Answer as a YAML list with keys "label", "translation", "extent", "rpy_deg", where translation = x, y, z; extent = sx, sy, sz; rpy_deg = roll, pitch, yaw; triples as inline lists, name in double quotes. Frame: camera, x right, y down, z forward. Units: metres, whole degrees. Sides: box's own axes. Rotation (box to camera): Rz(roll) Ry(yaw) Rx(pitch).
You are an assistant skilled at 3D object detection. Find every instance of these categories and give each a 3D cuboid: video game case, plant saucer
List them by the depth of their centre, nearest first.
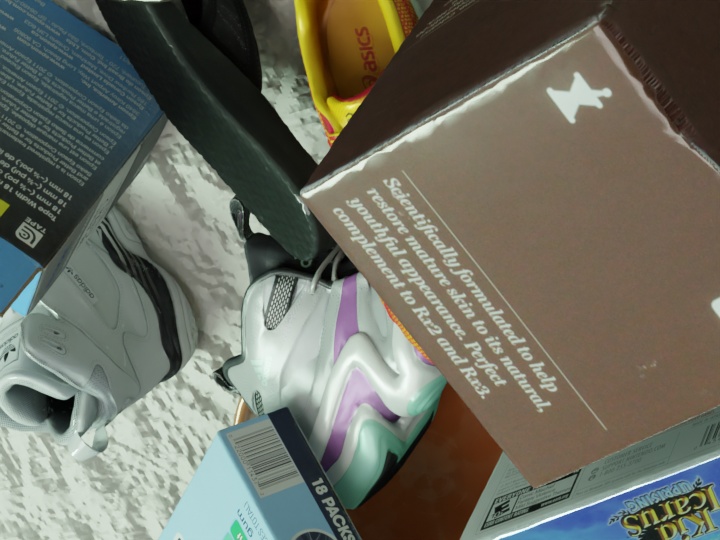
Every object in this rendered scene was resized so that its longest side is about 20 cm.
- label: "video game case"
  translation: [0.154, 0.054, 1.148]
  extent: [0.199, 0.182, 0.046]
  rpy_deg: [-25, 112, 36]
- label: "plant saucer"
  translation: [0.031, 0.102, 1.311]
  extent: [0.199, 0.032, 0.202]
  rpy_deg: [7, 110, 19]

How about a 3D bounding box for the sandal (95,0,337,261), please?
- label: "sandal"
  translation: [-0.065, -0.092, 1.217]
  extent: [0.201, 0.048, 0.075]
  rpy_deg: [52, 158, 14]

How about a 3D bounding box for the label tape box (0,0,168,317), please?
- label: "label tape box"
  translation: [-0.190, -0.054, 1.216]
  extent: [0.144, 0.200, 0.063]
  rpy_deg: [34, 130, -1]

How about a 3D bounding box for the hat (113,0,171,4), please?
- label: "hat"
  translation: [-0.101, -0.223, 1.138]
  extent: [0.199, 0.081, 0.202]
  rpy_deg: [7, 121, 12]

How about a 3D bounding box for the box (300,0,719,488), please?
- label: "box"
  translation: [0.112, -0.054, 1.079]
  extent: [0.164, 0.200, 0.166]
  rpy_deg: [-28, 108, 37]

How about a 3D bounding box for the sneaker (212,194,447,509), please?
- label: "sneaker"
  translation: [0.000, 0.000, 1.231]
  extent: [0.140, 0.078, 0.200]
  rpy_deg: [40, 109, 8]

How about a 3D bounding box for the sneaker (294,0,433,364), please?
- label: "sneaker"
  translation: [0.014, -0.043, 1.156]
  extent: [0.073, 0.077, 0.201]
  rpy_deg: [-27, 78, 17]

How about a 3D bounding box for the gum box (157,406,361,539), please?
- label: "gum box"
  translation: [-0.042, 0.190, 1.265]
  extent: [0.171, 0.044, 0.200]
  rpy_deg: [60, 147, 20]

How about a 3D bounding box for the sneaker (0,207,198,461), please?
- label: "sneaker"
  translation: [-0.171, 0.000, 1.302]
  extent: [0.075, 0.115, 0.200]
  rpy_deg: [-31, 106, 37]
